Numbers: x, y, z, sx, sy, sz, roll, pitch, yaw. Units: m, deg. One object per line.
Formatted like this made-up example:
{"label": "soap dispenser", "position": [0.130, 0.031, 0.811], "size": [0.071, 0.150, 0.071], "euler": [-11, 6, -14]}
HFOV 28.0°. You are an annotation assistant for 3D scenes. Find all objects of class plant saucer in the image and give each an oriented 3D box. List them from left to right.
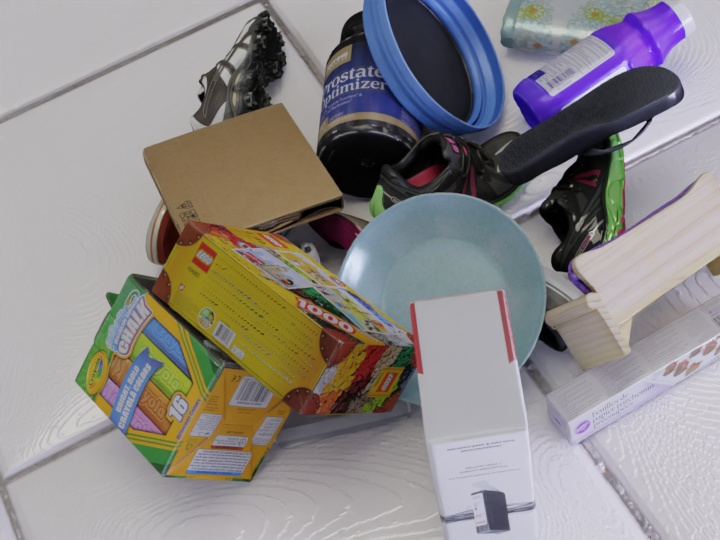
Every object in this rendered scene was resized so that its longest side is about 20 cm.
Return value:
{"label": "plant saucer", "position": [0.077, 0.029, 1.356], "size": [0.200, 0.039, 0.202], "euler": [-3, 80, 15]}

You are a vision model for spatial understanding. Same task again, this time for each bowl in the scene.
{"label": "bowl", "position": [0.078, -0.234, 1.544], "size": [0.039, 0.200, 0.201], "euler": [-28, 41, 35]}

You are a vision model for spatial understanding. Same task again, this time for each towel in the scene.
{"label": "towel", "position": [0.266, -0.319, 1.651], "size": [0.171, 0.048, 0.200], "euler": [9, 54, 21]}

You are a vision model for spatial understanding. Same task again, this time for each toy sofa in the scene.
{"label": "toy sofa", "position": [0.264, -0.002, 1.325], "size": [0.200, 0.083, 0.098], "euler": [-32, 89, -24]}

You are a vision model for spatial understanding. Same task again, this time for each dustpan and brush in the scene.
{"label": "dustpan and brush", "position": [-0.035, 0.062, 1.404], "size": [0.139, 0.057, 0.200], "euler": [-13, 50, 2]}

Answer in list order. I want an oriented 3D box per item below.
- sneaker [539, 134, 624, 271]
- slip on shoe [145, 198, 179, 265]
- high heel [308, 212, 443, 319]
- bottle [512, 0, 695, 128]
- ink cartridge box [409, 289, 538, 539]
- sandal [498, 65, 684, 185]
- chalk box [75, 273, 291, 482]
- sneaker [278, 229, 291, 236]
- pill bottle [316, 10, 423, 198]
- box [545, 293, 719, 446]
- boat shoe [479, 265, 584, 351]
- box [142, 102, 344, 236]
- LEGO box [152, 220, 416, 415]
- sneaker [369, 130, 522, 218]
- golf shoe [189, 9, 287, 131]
{"label": "sneaker", "position": [0.221, -0.079, 1.438], "size": [0.084, 0.077, 0.200], "euler": [0, 50, 10]}
{"label": "slip on shoe", "position": [-0.153, -0.076, 1.544], "size": [0.061, 0.074, 0.200], "euler": [30, 59, 29]}
{"label": "high heel", "position": [0.000, 0.000, 1.458], "size": [0.200, 0.067, 0.096], "euler": [25, 96, 48]}
{"label": "bottle", "position": [0.261, -0.218, 1.534], "size": [0.200, 0.065, 0.084], "euler": [-34, 29, -2]}
{"label": "ink cartridge box", "position": [0.098, 0.136, 1.222], "size": [0.084, 0.200, 0.145], "euler": [-8, 50, 3]}
{"label": "sandal", "position": [0.228, -0.139, 1.410], "size": [0.200, 0.043, 0.076], "euler": [-26, 33, 31]}
{"label": "chalk box", "position": [-0.171, 0.089, 1.348], "size": [0.200, 0.125, 0.124], "euler": [39, 106, 37]}
{"label": "sneaker", "position": [-0.109, 0.005, 1.474], "size": [0.095, 0.079, 0.200], "euler": [35, 73, 21]}
{"label": "pill bottle", "position": [0.014, -0.185, 1.561], "size": [0.112, 0.112, 0.200], "euler": [-4, 51, 10]}
{"label": "box", "position": [0.263, 0.089, 1.323], "size": [0.200, 0.039, 0.041], "euler": [-30, 49, -11]}
{"label": "boat shoe", "position": [0.132, 0.018, 1.400], "size": [0.200, 0.070, 0.066], "euler": [32, 63, 24]}
{"label": "box", "position": [-0.123, -0.095, 1.481], "size": [0.163, 0.021, 0.200], "euler": [-20, 39, -11]}
{"label": "LEGO box", "position": [-0.063, 0.043, 1.299], "size": [0.200, 0.149, 0.077], "euler": [37, 105, 28]}
{"label": "sneaker", "position": [0.100, -0.102, 1.476], "size": [0.200, 0.084, 0.077], "euler": [-25, 46, -30]}
{"label": "golf shoe", "position": [-0.144, -0.228, 1.660], "size": [0.094, 0.078, 0.200], "euler": [-11, 38, 22]}
